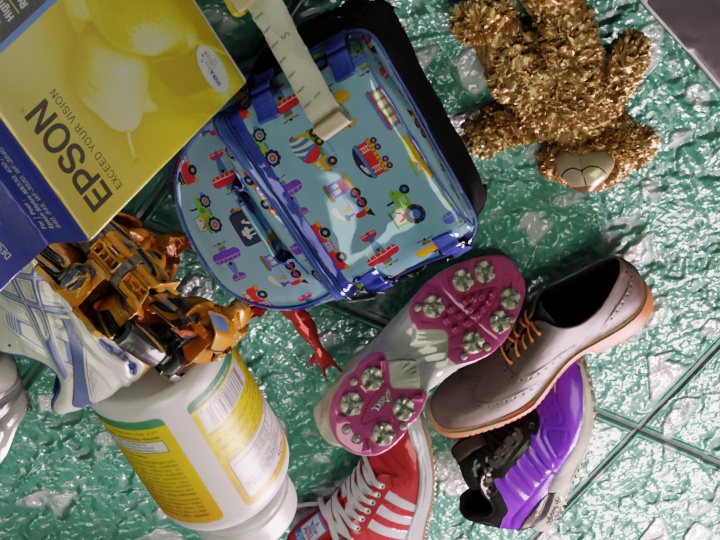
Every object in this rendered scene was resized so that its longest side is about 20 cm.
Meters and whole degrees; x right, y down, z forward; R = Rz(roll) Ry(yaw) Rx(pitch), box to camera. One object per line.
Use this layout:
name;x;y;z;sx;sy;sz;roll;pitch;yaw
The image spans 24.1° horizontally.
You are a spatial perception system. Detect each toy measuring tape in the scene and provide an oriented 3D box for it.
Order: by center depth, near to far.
toy measuring tape;-0.054;-0.172;1.025;0.073;0.201;0.074;-30;175;-3

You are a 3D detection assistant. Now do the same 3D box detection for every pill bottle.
pill bottle;-0.120;0.123;1.268;0.112;0.113;0.200;-23;131;4

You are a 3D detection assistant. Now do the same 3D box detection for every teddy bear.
teddy bear;0.136;-0.124;1.165;0.144;0.067;0.201;-12;130;-2

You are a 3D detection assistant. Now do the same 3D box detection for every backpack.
backpack;-0.038;-0.059;1.110;0.199;0.135;0.183;-24;106;16

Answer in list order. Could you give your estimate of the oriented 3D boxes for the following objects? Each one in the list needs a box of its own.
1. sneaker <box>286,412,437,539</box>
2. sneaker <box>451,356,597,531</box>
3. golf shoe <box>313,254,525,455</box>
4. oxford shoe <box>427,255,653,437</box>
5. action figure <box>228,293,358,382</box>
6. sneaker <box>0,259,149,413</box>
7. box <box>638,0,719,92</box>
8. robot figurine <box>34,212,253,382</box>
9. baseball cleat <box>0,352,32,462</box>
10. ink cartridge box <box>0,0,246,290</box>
sneaker;-0.003;0.185;1.378;0.112;0.071;0.201;-8;132;-13
sneaker;0.127;0.141;1.379;0.099;0.070;0.201;1;128;-13
golf shoe;0.039;0.059;1.273;0.200;0.091;0.075;-40;99;-21
oxford shoe;0.129;0.053;1.299;0.200;0.071;0.073;-37;146;3
action figure;0.000;0.000;1.229;0.199;0.065;0.099;-30;121;10
sneaker;-0.229;0.013;1.138;0.088;0.075;0.200;-35;106;4
box;0.194;-0.232;1.005;0.124;0.197;0.200;-40;128;16
robot figurine;-0.143;0.008;1.090;0.058;0.145;0.200;-46;167;5
baseball cleat;-0.329;0.131;1.213;0.199;0.070;0.107;-27;123;-15
ink cartridge box;-0.183;-0.119;0.952;0.200;0.047;0.198;-51;128;-24
